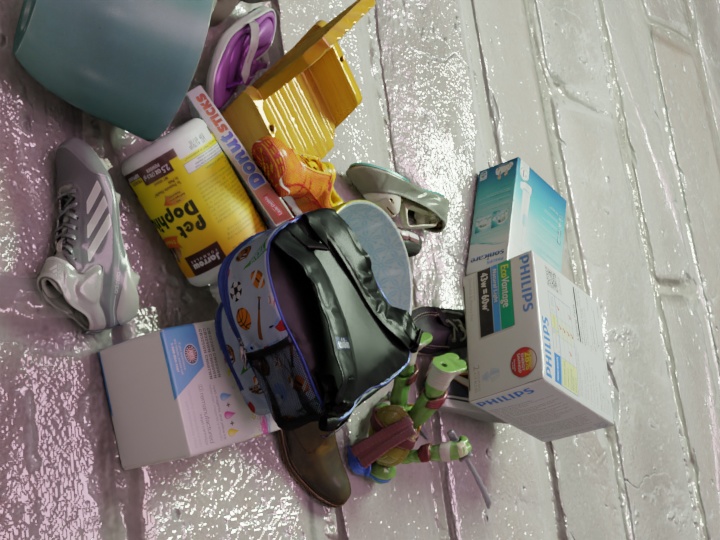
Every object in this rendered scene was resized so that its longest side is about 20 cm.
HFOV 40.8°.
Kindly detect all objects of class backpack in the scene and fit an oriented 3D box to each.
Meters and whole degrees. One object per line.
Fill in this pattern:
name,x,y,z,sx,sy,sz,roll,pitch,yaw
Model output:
backpack,-0.053,0.043,0.969,0.200,0.153,0.193,-32,105,-58

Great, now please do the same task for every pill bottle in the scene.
pill bottle,-0.174,-0.060,1.091,0.109,0.109,0.201,-44,108,-45

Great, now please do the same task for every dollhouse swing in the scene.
dollhouse swing,-0.043,-0.217,1.217,0.200,0.174,0.183,-53,125,-43

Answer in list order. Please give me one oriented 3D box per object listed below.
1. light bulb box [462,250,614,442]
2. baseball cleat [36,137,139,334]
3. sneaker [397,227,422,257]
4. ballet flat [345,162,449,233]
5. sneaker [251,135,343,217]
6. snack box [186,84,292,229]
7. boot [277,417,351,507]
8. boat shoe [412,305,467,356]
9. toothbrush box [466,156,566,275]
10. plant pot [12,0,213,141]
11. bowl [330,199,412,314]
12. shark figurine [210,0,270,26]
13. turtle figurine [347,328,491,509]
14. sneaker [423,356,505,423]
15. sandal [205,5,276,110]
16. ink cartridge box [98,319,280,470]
light bulb box,0.251,0.112,1.372,0.199,0.124,0.201,32,47,-41
baseball cleat,-0.289,-0.035,0.989,0.106,0.069,0.202,-21,91,-49
sneaker,0.000,0.000,1.296,0.198,0.075,0.117,5,78,-35
ballet flat,0.057,-0.098,1.388,0.199,0.067,0.065,17,71,-43
sneaker,-0.073,-0.115,1.132,0.073,0.077,0.200,54,1,18
snack box,-0.140,-0.119,1.126,0.024,0.072,0.201,-32,74,-13
boot,-0.045,0.193,1.150,0.075,0.096,0.202,-41,107,-46
boat shoe,0.134,0.081,1.408,0.199,0.062,0.074,2,74,-47
toothbrush box,0.256,-0.055,1.571,0.146,0.085,0.202,33,54,-36
plant pot,-0.265,-0.256,1.008,0.159,0.200,0.203,16,64,-27
bowl,-0.033,0.022,1.164,0.199,0.107,0.203,10,78,-55
shark figurine,-0.185,-0.405,1.245,0.215,0.128,0.090,46,20,-3
turtle figurine,0.085,0.181,1.249,0.197,0.196,0.144,9,25,-14
sneaker,0.173,0.174,1.406,0.199,0.078,0.081,20,68,-40
sandal,-0.139,-0.273,1.216,0.083,0.049,0.204,89,18,-45
ink cartridge box,-0.153,0.121,1.038,0.199,0.124,0.130,-9,83,-47
